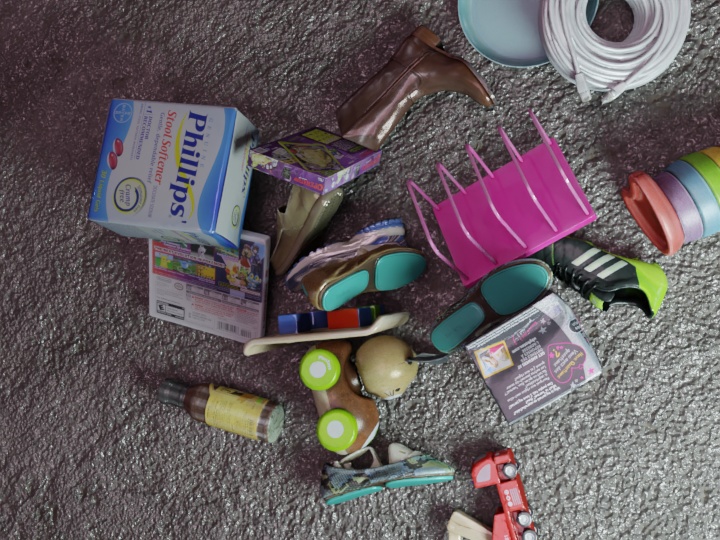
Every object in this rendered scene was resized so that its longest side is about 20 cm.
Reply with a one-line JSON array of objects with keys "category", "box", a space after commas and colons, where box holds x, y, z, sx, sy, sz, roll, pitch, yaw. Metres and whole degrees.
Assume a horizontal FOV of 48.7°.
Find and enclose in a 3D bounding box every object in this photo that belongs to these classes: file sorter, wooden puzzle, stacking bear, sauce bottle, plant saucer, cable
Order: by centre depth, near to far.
[{"category": "stacking bear", "box": [0.458, -0.115, 1.025, 0.199, 0.121, 0.114, -29, 77, 5]}, {"category": "file sorter", "box": [0.182, -0.099, 1.064, 0.199, 0.125, 0.140, -30, 57, 18]}, {"category": "cable", "box": [0.341, -0.342, 1.072, 0.199, 0.069, 0.201, -28, 92, 0]}, {"category": "wooden puzzle", "box": [-0.045, 0.075, 1.116, 0.199, 0.185, 0.047, -11, 87, 16]}, {"category": "plant saucer", "box": [0.240, -0.388, 1.146, 0.199, 0.027, 0.202, -1, 86, 16]}, {"category": "sauce bottle", "box": [-0.217, 0.209, 1.222, 0.199, 0.065, 0.065, 14, 90, 15]}]

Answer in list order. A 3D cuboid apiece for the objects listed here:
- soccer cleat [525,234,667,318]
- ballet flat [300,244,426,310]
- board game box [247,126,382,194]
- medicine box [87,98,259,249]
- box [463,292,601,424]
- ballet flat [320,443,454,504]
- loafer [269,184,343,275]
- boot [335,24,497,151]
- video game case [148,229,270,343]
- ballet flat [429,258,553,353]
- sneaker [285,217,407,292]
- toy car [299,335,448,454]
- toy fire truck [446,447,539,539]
[{"category": "soccer cleat", "box": [0.309, 0.007, 1.071, 0.199, 0.068, 0.081, 16, 60, 16]}, {"category": "ballet flat", "box": [0.000, 0.000, 1.096, 0.072, 0.199, 0.068, 35, 133, 38]}, {"category": "board game box", "box": [-0.060, -0.161, 1.133, 0.119, 0.200, 0.033, 18, 115, 18]}, {"category": "medicine box", "box": [-0.264, -0.139, 1.143, 0.198, 0.103, 0.184, 6, 81, 15]}, {"category": "box", "box": [0.230, 0.109, 1.026, 0.132, 0.200, 0.115, -32, 80, 13]}, {"category": "ballet flat", "box": [0.033, 0.282, 1.137, 0.199, 0.074, 0.075, -14, 82, 12]}, {"category": "loafer", "box": [-0.088, -0.069, 1.162, 0.067, 0.076, 0.200, 46, 134, 10]}, {"category": "boot", "box": [0.075, -0.235, 1.161, 0.200, 0.064, 0.186, -45, 62, 4]}, {"category": "video game case", "box": [-0.235, 0.011, 1.222, 0.199, 0.023, 0.183, 14, 117, 15]}, {"category": "ballet flat", "box": [0.181, 0.043, 1.103, 0.199, 0.074, 0.075, -34, 78, 24]}, {"category": "sneaker", "box": [-0.018, -0.003, 1.174, 0.199, 0.077, 0.086, -25, 84, 14]}, {"category": "toy car", "box": [0.031, 0.156, 1.114, 0.199, 0.164, 0.159, -18, 81, 2]}, {"category": "toy fire truck", "box": [0.174, 0.360, 1.105, 0.140, 0.049, 0.201, -18, 81, 15]}]
